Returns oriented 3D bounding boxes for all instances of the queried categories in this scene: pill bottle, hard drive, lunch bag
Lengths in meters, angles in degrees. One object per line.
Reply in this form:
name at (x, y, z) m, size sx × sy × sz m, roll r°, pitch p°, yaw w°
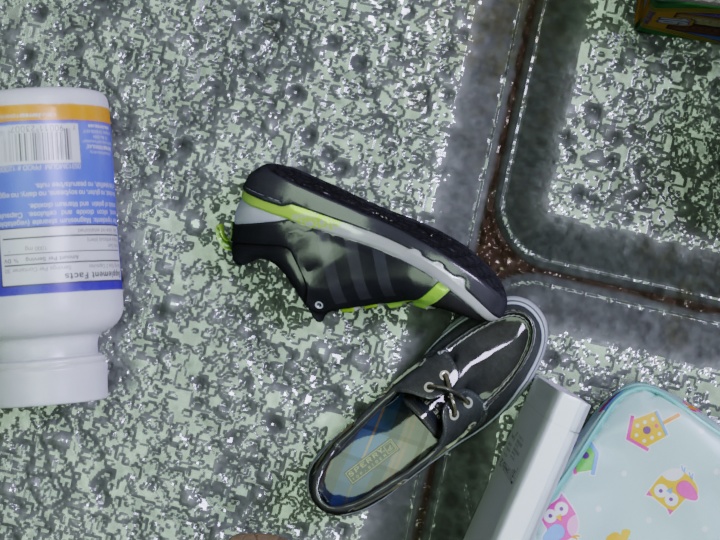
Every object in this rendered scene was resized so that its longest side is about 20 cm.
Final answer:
pill bottle at (-0.213, -0.014, 1.129) m, size 0.111 × 0.112 × 0.202 m, roll -4°, pitch 90°, yaw 3°
hard drive at (0.089, 0.168, 1.101) m, size 0.027 × 0.132 × 0.201 m, roll 24°, pitch 91°, yaw -1°
lunch bag at (0.205, 0.178, 1.123) m, size 0.199 × 0.077 × 0.161 m, roll 35°, pitch 92°, yaw 3°

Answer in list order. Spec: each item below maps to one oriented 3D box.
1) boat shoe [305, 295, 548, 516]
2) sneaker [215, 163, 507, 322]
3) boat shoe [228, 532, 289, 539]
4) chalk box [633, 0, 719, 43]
boat shoe at (0.046, 0.094, 1.141) m, size 0.200 × 0.057 × 0.069 m, roll -42°, pitch 88°, yaw 2°
sneaker at (0.000, 0.000, 1.147) m, size 0.199 × 0.072 × 0.083 m, roll 25°, pitch 103°, yaw 9°
boat shoe at (-0.026, 0.235, 1.098) m, size 0.072 × 0.200 × 0.065 m, roll 0°, pitch 110°, yaw -38°
chalk box at (0.286, -0.208, 1.101) m, size 0.198 × 0.124 × 0.126 m, roll 9°, pitch 89°, yaw 2°
